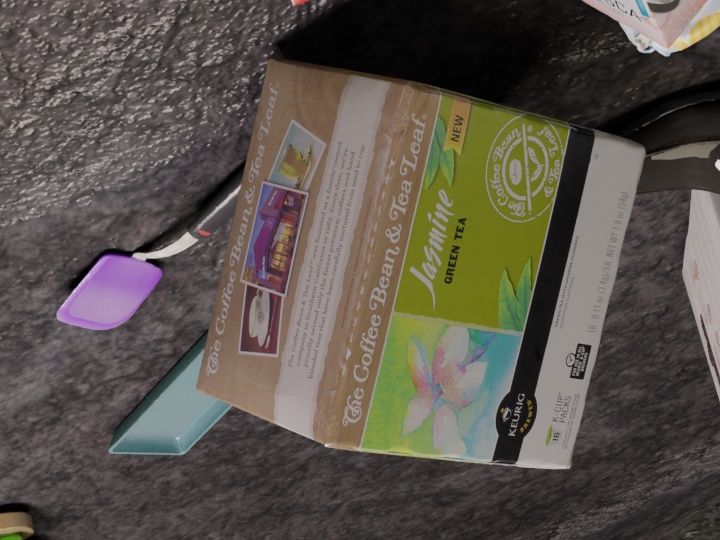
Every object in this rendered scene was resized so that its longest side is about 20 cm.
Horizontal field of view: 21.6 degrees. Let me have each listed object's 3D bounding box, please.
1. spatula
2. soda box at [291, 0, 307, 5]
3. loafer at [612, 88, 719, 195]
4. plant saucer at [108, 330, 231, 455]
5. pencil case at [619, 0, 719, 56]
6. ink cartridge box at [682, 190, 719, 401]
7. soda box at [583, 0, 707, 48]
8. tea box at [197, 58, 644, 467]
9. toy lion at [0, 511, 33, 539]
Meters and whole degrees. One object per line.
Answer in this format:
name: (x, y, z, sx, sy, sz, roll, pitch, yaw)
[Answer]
spatula: (-0.117, -0.020, 1.214, 0.200, 0.021, 0.056, -36, 145, 30)
soda box: (-0.036, -0.214, 0.769, 0.063, 0.070, 0.200, -19, 124, 9)
loafer: (0.251, -0.079, 1.252, 0.199, 0.072, 0.073, -17, 153, 1)
plant saucer: (-0.117, 0.084, 1.406, 0.070, 0.019, 0.200, 5, 146, -36)
pencil case: (0.128, -0.185, 0.980, 0.200, 0.083, 0.091, 26, 97, -51)
ink cartridge box: (0.275, 0.020, 1.351, 0.057, 0.163, 0.200, -14, 152, 5)
soda box: (0.176, -0.208, 0.889, 0.200, 0.064, 0.068, -52, 149, -5)
tea box: (0.035, -0.002, 1.093, 0.196, 0.201, 0.133, 9, -175, -40)
toy lion: (-0.347, 0.267, 1.576, 0.199, 0.069, 0.192, -7, 158, -17)
